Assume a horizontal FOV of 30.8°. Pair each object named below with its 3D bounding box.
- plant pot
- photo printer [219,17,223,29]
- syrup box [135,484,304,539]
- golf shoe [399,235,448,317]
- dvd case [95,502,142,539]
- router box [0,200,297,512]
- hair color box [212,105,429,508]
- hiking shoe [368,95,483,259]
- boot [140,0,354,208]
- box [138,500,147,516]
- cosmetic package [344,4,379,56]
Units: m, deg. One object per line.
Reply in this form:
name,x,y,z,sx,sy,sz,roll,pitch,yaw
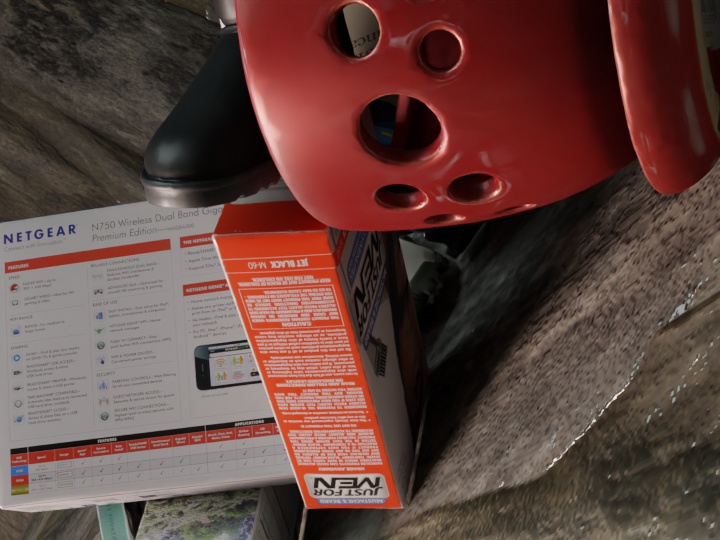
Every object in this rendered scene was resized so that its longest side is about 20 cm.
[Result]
plant pot,0.065,-0.123,0.572,0.181,0.201,0.201,-5,45,23
photo printer,-0.018,-0.225,0.932,0.198,0.069,0.168,-15,74,28
syrup box,-0.090,0.178,0.824,0.201,0.078,0.082,-83,-19,-56
golf shoe,0.000,0.000,0.899,0.078,0.088,0.200,-59,14,3
dvd case,-0.172,0.150,0.935,0.200,0.022,0.147,110,148,-75
router box,-0.126,0.049,0.811,0.049,0.198,0.181,51,-147,-74
hair color box,-0.013,0.022,0.704,0.111,0.063,0.201,-76,-21,-47
hiking shoe,0.029,-0.062,0.763,0.074,0.199,0.087,26,94,40
boot,-0.062,-0.147,0.576,0.165,0.065,0.202,-49,-45,-55
box,-0.149,0.133,1.013,0.199,0.049,0.202,-117,16,-70
cosmetic package,-0.026,-0.152,0.760,0.201,0.103,0.073,77,168,-56
